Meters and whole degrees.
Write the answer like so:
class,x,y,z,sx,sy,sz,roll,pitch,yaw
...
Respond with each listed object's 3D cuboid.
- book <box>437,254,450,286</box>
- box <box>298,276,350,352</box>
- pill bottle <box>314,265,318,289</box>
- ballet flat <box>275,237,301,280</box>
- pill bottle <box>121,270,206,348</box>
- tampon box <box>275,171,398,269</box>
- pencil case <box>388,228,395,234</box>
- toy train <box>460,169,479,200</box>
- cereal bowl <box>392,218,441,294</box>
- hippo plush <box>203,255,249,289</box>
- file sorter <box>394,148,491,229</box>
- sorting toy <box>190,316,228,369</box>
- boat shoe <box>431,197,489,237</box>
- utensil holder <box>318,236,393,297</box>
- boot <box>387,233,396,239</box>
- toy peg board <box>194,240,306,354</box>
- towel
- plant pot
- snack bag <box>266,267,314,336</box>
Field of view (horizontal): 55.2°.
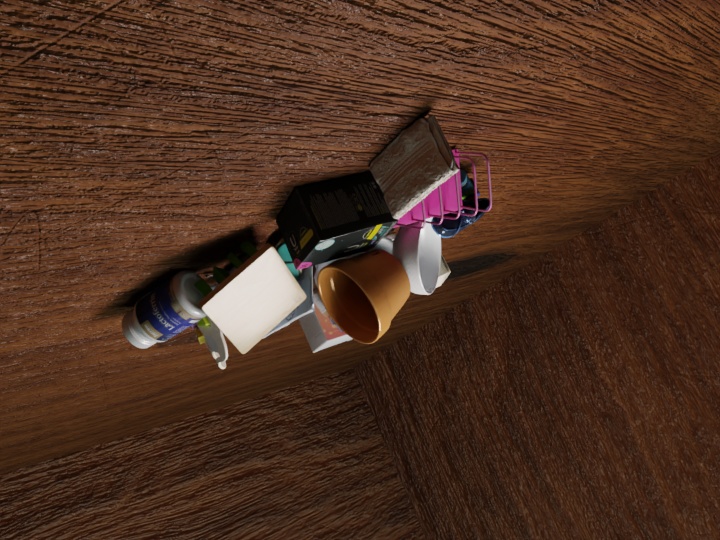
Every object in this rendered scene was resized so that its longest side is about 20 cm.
class,x,y,z,sx,sy,sz,roll,pitch,yaw
book,0.172,-0.058,1.876,0.048,0.201,0.134,-23,167,-7
box,-0.100,0.121,2.077,0.152,0.201,0.106,-15,164,-36
pill bottle,-0.068,0.035,1.936,0.112,0.112,0.200,-23,146,-5
ballet flat,-0.172,-0.043,1.644,0.067,0.063,0.200,-1,151,-7
pill bottle,-0.442,0.093,1.569,0.200,0.116,0.116,-31,165,23
tampon box,-0.052,-0.106,1.472,0.199,0.127,0.150,-17,165,-30
pencil case,0.082,-0.154,1.625,0.089,0.078,0.200,-17,164,-34
toy train,0.192,-0.180,1.730,0.199,0.085,0.116,-28,156,12
cereal bowl,0.128,-0.043,1.631,0.083,0.201,0.200,3,176,21
hippo plush,-0.260,0.061,1.662,0.199,0.161,0.159,-14,163,-38
file sorter,0.171,-0.174,1.481,0.199,0.140,0.125,-17,-161,-29
sorting toy,-0.382,0.162,1.789,0.106,0.181,0.200,-19,165,-20
boat shoe,0.239,-0.141,1.642,0.069,0.084,0.200,-38,178,44
utensil holder,0.000,0.000,1.750,0.169,0.171,0.200,-18,-172,-24
boot,0.030,-0.027,1.978,0.199,0.091,0.073,-25,166,2
toy peg board,-0.255,0.047,1.549,0.200,0.098,0.199,-42,140,-11
towel,0.101,-0.202,1.362,0.034,0.133,0.200,-10,160,-42
plant pot,0.019,0.044,1.554,0.140,0.200,0.200,-34,173,-30
snack bag,-0.183,0.056,1.744,0.200,0.189,0.021,-30,138,34
